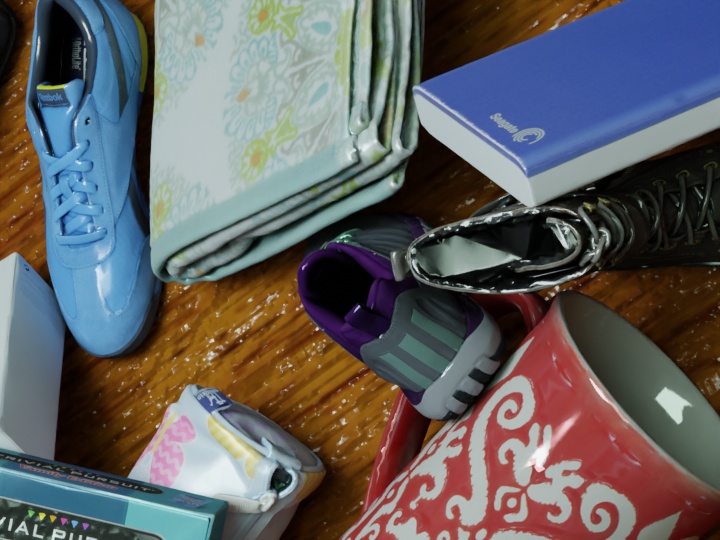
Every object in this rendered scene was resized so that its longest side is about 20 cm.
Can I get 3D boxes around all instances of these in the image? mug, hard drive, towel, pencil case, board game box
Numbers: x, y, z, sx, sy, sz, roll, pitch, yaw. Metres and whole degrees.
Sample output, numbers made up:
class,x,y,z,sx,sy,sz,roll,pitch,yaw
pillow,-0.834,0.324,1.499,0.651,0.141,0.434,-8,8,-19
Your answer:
class,x,y,z,sx,sy,sz,roll,pitch,yaw
mug,0.072,0.116,1.376,0.133,0.178,0.200,39,107,-18
hard drive,0.139,-0.095,1.321,0.199,0.025,0.132,-23,26,-13
towel,-0.040,-0.098,1.445,0.200,0.048,0.172,-23,57,46
pencil case,-0.099,0.158,1.452,0.201,0.083,0.091,-57,45,8
board game box,-0.159,0.196,1.396,0.150,0.047,0.201,13,96,6

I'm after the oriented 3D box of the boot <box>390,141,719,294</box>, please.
class,x,y,z,sx,sy,sz,roll,pitch,yaw
boot,0.133,-0.020,1.317,0.199,0.174,0.070,-12,92,26

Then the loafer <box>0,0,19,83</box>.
class,x,y,z,sx,sy,sz,roll,pitch,yaw
loafer,-0.251,-0.066,1.569,0.068,0.070,0.202,20,91,27

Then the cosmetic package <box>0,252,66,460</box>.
class,x,y,z,sx,sy,sz,roll,pitch,yaw
cosmetic package,-0.250,0.095,1.510,0.199,0.052,0.151,-30,30,19

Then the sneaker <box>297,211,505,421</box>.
class,x,y,z,sx,sy,sz,roll,pitch,yaw
sneaker,0.000,0.000,1.383,0.075,0.087,0.200,-55,27,3

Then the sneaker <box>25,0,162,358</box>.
class,x,y,z,sx,sy,sz,roll,pitch,yaw
sneaker,-0.151,-0.054,1.517,0.066,0.078,0.201,-7,80,22
